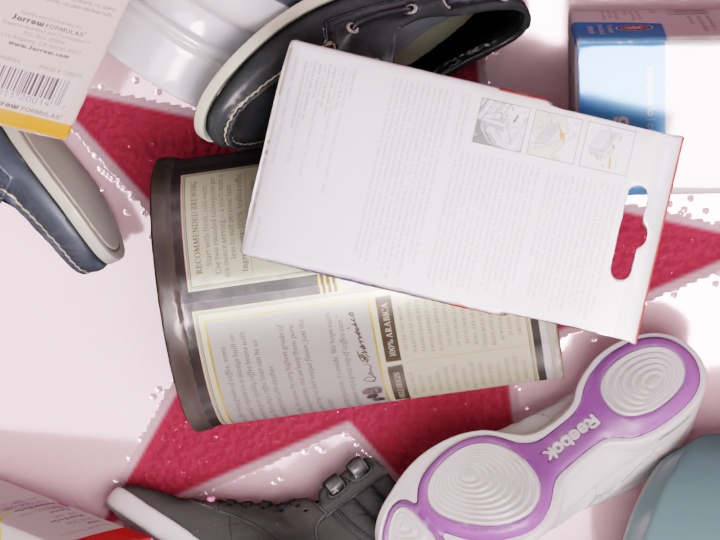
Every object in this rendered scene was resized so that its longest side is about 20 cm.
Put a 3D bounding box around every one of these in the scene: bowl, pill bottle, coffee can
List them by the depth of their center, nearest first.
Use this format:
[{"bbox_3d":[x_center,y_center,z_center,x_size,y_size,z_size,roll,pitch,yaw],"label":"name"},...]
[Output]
[{"bbox_3d":[-0.056,-0.189,1.454,0.119,0.120,0.200,32,100,-3],"label":"pill bottle"},{"bbox_3d":[0.000,0.000,1.470,0.199,0.146,0.147,-8,100,4],"label":"coffee can"},{"bbox_3d":[0.198,0.166,1.482,0.105,0.201,0.202,18,101,20],"label":"bowl"}]

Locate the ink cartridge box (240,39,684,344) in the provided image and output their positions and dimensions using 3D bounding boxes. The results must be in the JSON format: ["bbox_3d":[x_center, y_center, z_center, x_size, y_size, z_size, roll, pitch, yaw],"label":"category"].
[{"bbox_3d":[0.050,-0.037,1.369,0.199,0.050,0.109,14,90,6],"label":"ink cartridge box"}]

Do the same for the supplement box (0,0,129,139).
[{"bbox_3d":[-0.154,-0.185,1.415,0.073,0.126,0.200,13,126,-23],"label":"supplement box"}]

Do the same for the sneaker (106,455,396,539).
[{"bbox_3d":[-0.038,0.140,1.543,0.199,0.071,0.099,23,75,15],"label":"sneaker"}]

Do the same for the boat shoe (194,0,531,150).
[{"bbox_3d":[0.007,-0.106,1.445,0.066,0.199,0.075,46,145,25],"label":"boat shoe"}]

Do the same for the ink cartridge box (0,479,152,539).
[{"bbox_3d":[-0.187,0.186,1.511,0.199,0.067,0.117,17,102,28],"label":"ink cartridge box"}]

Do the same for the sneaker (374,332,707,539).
[{"bbox_3d":[0.102,0.115,1.499,0.199,0.100,0.075,-28,64,-8],"label":"sneaker"}]

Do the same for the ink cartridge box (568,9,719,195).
[{"bbox_3d":[0.209,-0.090,1.444,0.199,0.145,0.084,-1,100,3],"label":"ink cartridge box"}]

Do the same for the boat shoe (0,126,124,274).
[{"bbox_3d":[-0.208,-0.071,1.505,0.062,0.075,0.200,-40,94,7],"label":"boat shoe"}]
